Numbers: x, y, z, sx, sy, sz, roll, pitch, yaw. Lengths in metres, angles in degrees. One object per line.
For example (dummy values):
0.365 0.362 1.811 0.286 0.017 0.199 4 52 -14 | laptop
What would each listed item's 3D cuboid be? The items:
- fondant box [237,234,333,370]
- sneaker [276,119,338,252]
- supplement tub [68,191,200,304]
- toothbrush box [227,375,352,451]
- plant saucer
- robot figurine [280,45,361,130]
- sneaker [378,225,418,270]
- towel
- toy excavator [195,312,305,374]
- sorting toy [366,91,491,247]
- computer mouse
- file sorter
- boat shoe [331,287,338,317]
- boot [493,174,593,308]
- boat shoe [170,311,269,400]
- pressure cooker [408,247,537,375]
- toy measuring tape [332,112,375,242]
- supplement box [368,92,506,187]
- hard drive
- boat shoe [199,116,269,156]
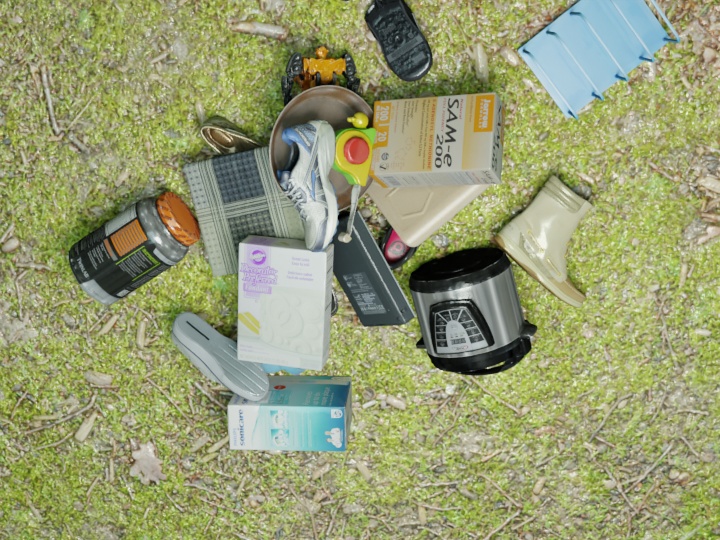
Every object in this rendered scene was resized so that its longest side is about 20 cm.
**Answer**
-0.121 0.051 1.552 0.144 0.058 0.201 6 107 10 | fondant box
-0.088 -0.126 1.465 0.085 0.077 0.201 -6 95 -30 | sneaker
-0.376 -0.040 1.620 0.200 0.123 0.123 -31 101 11 | supplement tub
-0.118 0.244 1.668 0.199 0.146 0.086 0 105 5 | toothbrush box
-0.058 -0.190 1.524 0.200 0.032 0.201 -8 105 -30 | plant saucer
-0.069 -0.259 1.555 0.145 0.058 0.201 -6 104 -32 | robot figurine
0.093 -0.080 1.598 0.077 0.084 0.200 27 105 -4 | sneaker
-0.182 -0.095 1.583 0.192 0.035 0.201 -9 101 20 | towel
-0.187 0.121 1.673 0.200 0.100 0.195 -38 98 21 | toy excavator
0.098 -0.163 1.560 0.185 0.036 0.200 -40 65 9 | sorting toy
0.072 -0.409 1.533 0.140 0.046 0.200 -36 88 16 | computer mouse
0.368 -0.345 1.489 0.200 0.123 0.139 -37 100 12 | file sorter
-0.095 -0.003 1.634 0.074 0.060 0.200 -33 99 -23 | boat shoe
0.337 -0.046 1.599 0.200 0.073 0.156 40 95 -17 | boot
-0.238 0.151 1.636 0.200 0.074 0.067 43 141 8 | boat shoe
0.184 0.078 1.589 0.178 0.176 0.201 -20 105 -18 | pressure cooker
-0.027 -0.147 1.491 0.073 0.074 0.201 13 91 0 | toy measuring tape
0.119 -0.200 1.499 0.199 0.074 0.127 -1 76 23 | supplement box
0.000 0.000 1.605 0.033 0.139 0.200 -35 103 -27 | hard drive
-0.179 -0.182 1.599 0.200 0.063 0.073 29 104 -5 | boat shoe
